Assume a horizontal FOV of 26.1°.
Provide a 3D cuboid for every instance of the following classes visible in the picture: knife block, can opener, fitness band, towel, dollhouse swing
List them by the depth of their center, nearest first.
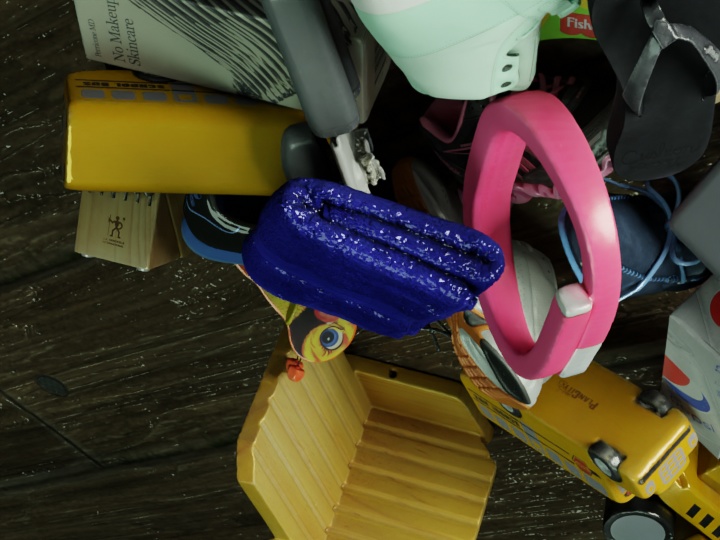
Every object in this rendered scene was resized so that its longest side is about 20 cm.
[{"bbox_3d":[0.100,-0.017,0.910,0.037,0.145,0.200,-15,156,-13],"label":"fitness band"},{"bbox_3d":[-0.029,-0.104,0.936,0.066,0.053,0.201,-8,137,7],"label":"can opener"},{"bbox_3d":[0.000,0.000,0.987,0.146,0.050,0.200,17,167,-7],"label":"towel"},{"bbox_3d":[-0.155,-0.096,1.163,0.063,0.178,0.200,14,-169,14],"label":"knife block"},{"bbox_3d":[0.012,0.152,1.276,0.180,0.201,0.177,14,146,13],"label":"dollhouse swing"}]

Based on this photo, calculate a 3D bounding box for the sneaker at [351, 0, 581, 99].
[{"bbox_3d":[0.100,-0.155,0.827,0.198,0.074,0.118,-14,147,15],"label":"sneaker"}]

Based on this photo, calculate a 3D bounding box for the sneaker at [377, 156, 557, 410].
[{"bbox_3d":[0.088,-0.004,1.109,0.075,0.092,0.201,-1,125,56],"label":"sneaker"}]

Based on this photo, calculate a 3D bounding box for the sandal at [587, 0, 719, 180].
[{"bbox_3d":[0.164,-0.104,0.813,0.075,0.043,0.201,-14,148,6],"label":"sandal"}]

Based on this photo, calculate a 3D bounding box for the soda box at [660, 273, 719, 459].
[{"bbox_3d":[0.252,0.062,1.067,0.063,0.068,0.200,44,171,21],"label":"soda box"}]

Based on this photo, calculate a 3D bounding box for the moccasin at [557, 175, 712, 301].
[{"bbox_3d":[0.190,-0.027,0.988,0.068,0.081,0.199,-20,173,31],"label":"moccasin"}]

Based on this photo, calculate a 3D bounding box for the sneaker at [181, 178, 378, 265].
[{"bbox_3d":[-0.028,-0.035,1.112,0.198,0.071,0.078,4,155,-13],"label":"sneaker"}]

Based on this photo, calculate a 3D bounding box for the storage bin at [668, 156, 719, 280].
[{"bbox_3d":[0.284,-0.052,0.896,0.134,0.145,0.200,42,138,7],"label":"storage bin"}]

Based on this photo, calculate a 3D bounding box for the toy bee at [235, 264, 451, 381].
[{"bbox_3d":[-0.039,0.027,1.193,0.200,0.109,0.131,42,-173,8],"label":"toy bee"}]

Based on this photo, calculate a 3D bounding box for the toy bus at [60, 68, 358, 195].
[{"bbox_3d":[-0.098,-0.092,1.032,0.198,0.078,0.066,1,116,-15],"label":"toy bus"}]

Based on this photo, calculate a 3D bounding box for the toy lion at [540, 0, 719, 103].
[{"bbox_3d":[0.120,-0.195,0.855,0.198,0.069,0.193,12,138,15],"label":"toy lion"}]

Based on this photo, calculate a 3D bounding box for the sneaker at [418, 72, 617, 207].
[{"bbox_3d":[0.105,-0.096,0.980,0.096,0.079,0.199,51,149,-14],"label":"sneaker"}]

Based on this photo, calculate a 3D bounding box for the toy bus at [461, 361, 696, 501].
[{"bbox_3d":[0.162,0.108,1.159,0.199,0.065,0.079,31,158,47],"label":"toy bus"}]

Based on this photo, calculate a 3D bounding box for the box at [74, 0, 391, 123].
[{"bbox_3d":[-0.081,-0.164,1.000,0.198,0.069,0.083,13,144,12],"label":"box"}]

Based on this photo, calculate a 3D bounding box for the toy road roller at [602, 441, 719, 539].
[{"bbox_3d":[0.293,0.174,1.221,0.199,0.124,0.146,37,133,-20],"label":"toy road roller"}]
